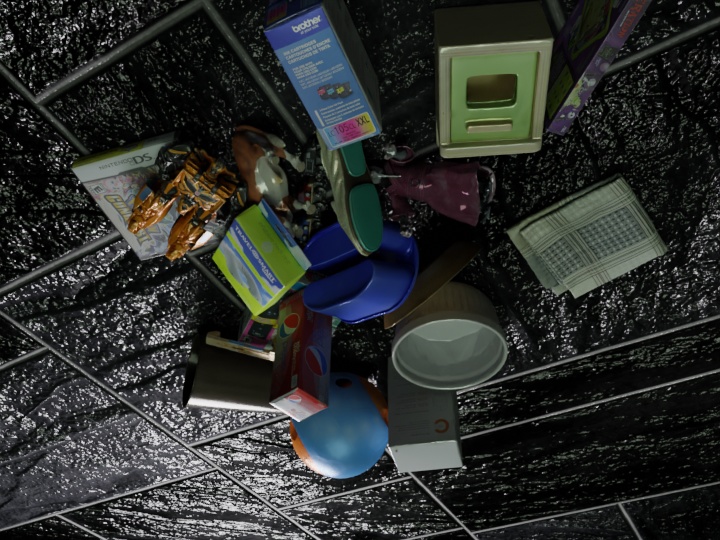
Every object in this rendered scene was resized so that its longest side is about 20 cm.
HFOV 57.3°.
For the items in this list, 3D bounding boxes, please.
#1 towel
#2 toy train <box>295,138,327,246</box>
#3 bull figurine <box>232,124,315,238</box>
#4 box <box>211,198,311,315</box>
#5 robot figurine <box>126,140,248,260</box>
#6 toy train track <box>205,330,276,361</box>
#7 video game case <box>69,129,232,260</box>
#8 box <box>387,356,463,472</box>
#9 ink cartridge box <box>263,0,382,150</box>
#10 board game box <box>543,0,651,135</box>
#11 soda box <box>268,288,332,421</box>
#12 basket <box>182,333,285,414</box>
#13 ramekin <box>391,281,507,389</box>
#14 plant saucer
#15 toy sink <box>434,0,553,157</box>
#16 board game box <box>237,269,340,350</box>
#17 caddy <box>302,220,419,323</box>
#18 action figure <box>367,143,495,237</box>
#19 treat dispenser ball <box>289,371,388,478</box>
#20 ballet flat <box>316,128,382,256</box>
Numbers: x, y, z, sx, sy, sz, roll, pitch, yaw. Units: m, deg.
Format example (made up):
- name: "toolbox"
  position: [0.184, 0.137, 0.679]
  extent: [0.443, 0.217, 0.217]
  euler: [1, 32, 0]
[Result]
- name: "towel"
  position: [0.359, -0.044, 1.049]
  extent: [0.199, 0.035, 0.192]
  euler: [-28, 128, 27]
- name: "toy train"
  position: [-0.074, -0.112, 0.994]
  extent: [0.045, 0.034, 0.201]
  euler: [7, 135, -1]
- name: "bull figurine"
  position: [-0.125, -0.113, 0.949]
  extent: [0.121, 0.065, 0.201]
  euler: [20, 142, 40]
- name: "box"
  position: [-0.152, -0.013, 0.984]
  extent: [0.122, 0.048, 0.200]
  euler: [53, 151, 1]
- name: "robot figurine"
  position: [-0.250, -0.097, 0.947]
  extent: [0.145, 0.058, 0.200]
  euler: [37, 135, -20]
- name: "toy train track"
  position: [-0.172, 0.136, 1.166]
  extent: [0.198, 0.033, 0.115]
  euler: [15, 142, -3]
- name: "video game case"
  position: [-0.309, -0.108, 1.011]
  extent: [0.179, 0.026, 0.201]
  euler: [-12, 133, 13]
- name: "box"
  position: [0.121, 0.264, 1.248]
  extent: [0.123, 0.201, 0.098]
  euler: [-9, 135, 11]
- name: "ink cartridge box"
  position: [-0.046, -0.264, 0.767]
  extent: [0.076, 0.137, 0.201]
  euler: [-17, 132, 14]
- name: "board game box"
  position: [0.266, -0.272, 0.762]
  extent: [0.032, 0.121, 0.201]
  euler: [11, 135, -14]
- name: "soda box"
  position: [-0.089, 0.126, 1.027]
  extent: [0.063, 0.201, 0.070]
  euler: [-31, 128, 28]
- name: "basket"
  position: [-0.223, 0.203, 1.248]
  extent: [0.198, 0.137, 0.180]
  euler: [12, 167, -19]
- name: "ramekin"
  position: [0.154, 0.111, 1.161]
  extent: [0.198, 0.106, 0.201]
  euler: [1, 136, 1]
- name: "plant saucer"
  position: [0.103, 0.014, 1.030]
  extent: [0.035, 0.200, 0.200]
  euler: [49, 124, 0]
- name: "toy sink"
  position: [0.160, -0.214, 0.829]
  extent: [0.129, 0.113, 0.201]
  euler: [-2, 135, 4]
- name: "board game box"
  position: [-0.115, 0.068, 1.157]
  extent: [0.147, 0.065, 0.200]
  euler: [19, 132, -17]
- name: "caddy"
  position: [0.000, 0.000, 0.995]
  extent: [0.104, 0.143, 0.199]
  euler: [13, 155, -42]
- name: "action figure"
  position: [0.090, -0.134, 0.940]
  extent: [0.198, 0.149, 0.135]
  euler: [14, 126, 15]
- name: "treat dispenser ball"
  position: [-0.039, 0.300, 1.290]
  extent: [0.199, 0.202, 0.202]
  euler: [1, 135, 1]
- name: "ballet flat"
  position: [-0.016, -0.118, 0.904]
  extent: [0.067, 0.202, 0.062]
  euler: [-13, -177, -41]
